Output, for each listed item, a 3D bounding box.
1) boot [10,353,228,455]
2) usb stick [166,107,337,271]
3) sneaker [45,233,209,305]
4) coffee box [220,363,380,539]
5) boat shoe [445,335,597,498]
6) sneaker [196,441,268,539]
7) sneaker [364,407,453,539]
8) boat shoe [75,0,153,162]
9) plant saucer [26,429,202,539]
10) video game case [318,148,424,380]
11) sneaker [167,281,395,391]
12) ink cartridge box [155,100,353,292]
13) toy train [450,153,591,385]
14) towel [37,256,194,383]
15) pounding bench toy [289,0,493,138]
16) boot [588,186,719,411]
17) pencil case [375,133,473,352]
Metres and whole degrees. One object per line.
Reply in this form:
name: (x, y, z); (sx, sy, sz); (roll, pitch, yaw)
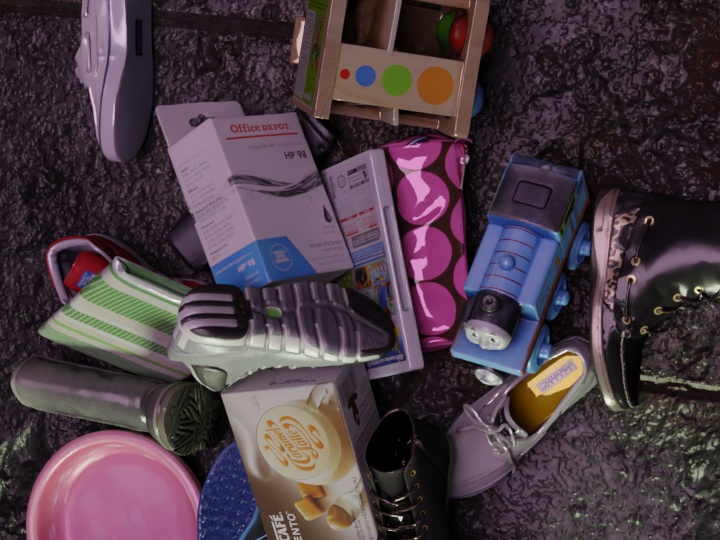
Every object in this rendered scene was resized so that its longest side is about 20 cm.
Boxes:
boot: (-0.240, 0.119, 1.763); (0.200, 0.182, 0.073); (19, 80, 14)
usb stick: (-0.105, -0.078, 1.774); (0.200, 0.033, 0.055); (-42, 76, 16)
sneaker: (-0.213, 0.024, 1.775); (0.200, 0.112, 0.071); (27, 98, 16)
coffee box: (-0.039, 0.176, 1.702); (0.114, 0.080, 0.200); (-6, 114, 22)
boat shoe: (0.136, 0.138, 1.672); (0.202, 0.086, 0.075); (-41, 79, 17)
sneaker: (-0.112, 0.260, 1.771); (0.070, 0.078, 0.200); (14, 95, 31)
sneaker: (0.034, 0.224, 1.621); (0.075, 0.106, 0.200); (-6, 70, 20)
boat shoe: (-0.244, -0.204, 1.804); (0.065, 0.074, 0.200); (1, 83, 24)
plant saucer: (-0.233, 0.255, 1.829); (0.200, 0.051, 0.201); (1, 94, 19)
video game case: (0.000, 0.000, 1.697); (0.143, 0.018, 0.200); (-18, 81, 61)
sneaker: (-0.078, 0.064, 1.635); (0.116, 0.200, 0.075); (125, 146, -51)
ink cartridge box: (-0.098, -0.076, 1.682); (0.067, 0.116, 0.200); (-29, 77, 40)
toy train: (0.141, 0.000, 1.623); (0.087, 0.114, 0.200); (16, 69, 22)
towel: (-0.199, 0.051, 1.720); (0.152, 0.200, 0.023); (23, 62, -19)
pounding bench toy: (0.026, -0.200, 1.681); (0.156, 0.200, 0.124); (7, 99, -13)
boot: (0.281, 0.025, 1.625); (0.150, 0.073, 0.200); (-1, 87, 20)
pencil case: (0.063, -0.025, 1.691); (0.093, 0.091, 0.200); (-4, 94, 12)
